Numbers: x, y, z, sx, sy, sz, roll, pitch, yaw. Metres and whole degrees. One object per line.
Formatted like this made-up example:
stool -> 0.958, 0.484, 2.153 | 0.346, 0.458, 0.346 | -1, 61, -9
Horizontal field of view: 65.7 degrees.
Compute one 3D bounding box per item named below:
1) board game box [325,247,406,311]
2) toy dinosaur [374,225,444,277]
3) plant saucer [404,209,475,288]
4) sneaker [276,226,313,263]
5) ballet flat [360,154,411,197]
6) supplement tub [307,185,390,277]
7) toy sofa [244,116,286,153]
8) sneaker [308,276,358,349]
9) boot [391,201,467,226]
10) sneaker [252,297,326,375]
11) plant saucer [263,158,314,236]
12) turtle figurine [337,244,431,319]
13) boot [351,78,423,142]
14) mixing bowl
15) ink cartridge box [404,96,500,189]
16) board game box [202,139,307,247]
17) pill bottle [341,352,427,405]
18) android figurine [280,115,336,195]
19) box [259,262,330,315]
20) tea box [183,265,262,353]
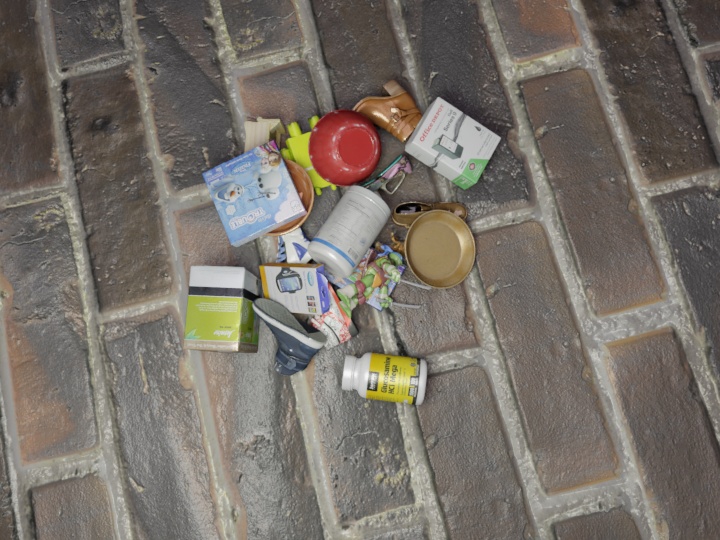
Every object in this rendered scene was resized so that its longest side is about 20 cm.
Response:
board game box -> 0.000, 0.000, 1.452 | 0.200, 0.034, 0.136 | 30, 82, 7
toy dinosaur -> 0.133, -0.057, 1.457 | 0.199, 0.060, 0.107 | 14, 91, -9
plant saucer -> 0.198, -0.053, 1.424 | 0.199, 0.035, 0.201 | 1, 86, -20
sneaker -> -0.158, -0.074, 1.456 | 0.115, 0.081, 0.200 | 1, 87, -1
ballet flat -> 0.054, -0.226, 1.480 | 0.200, 0.069, 0.071 | -36, 100, -4
supplement tub -> -0.029, -0.095, 1.385 | 0.132, 0.132, 0.200 | 31, 73, 7
toy sofa -> -0.259, -0.300, 1.491 | 0.097, 0.083, 0.201 | 1, 80, 7
sneaker -> -0.098, 0.101, 1.406 | 0.108, 0.067, 0.202 | -30, 98, -2
boot -> 0.182, -0.148, 1.452 | 0.199, 0.075, 0.074 | -3, 78, 0
sneaker -> -0.203, 0.171, 1.375 | 0.202, 0.077, 0.146 | 35, 117, -1
plant saucer -> -0.212, -0.183, 1.407 | 0.199, 0.037, 0.201 | -1, 83, 6
turtle figurine -> 0.053, 0.052, 1.341 | 0.194, 0.144, 0.200 | -32, 98, -15
boot -> 0.066, -0.403, 1.504 | 0.200, 0.074, 0.155 | -37, 87, 1
mixing bowl -> -0.026, -0.313, 1.421 | 0.199, 0.108, 0.201 | -3, 100, -16
ink cartridge box -> 0.238, -0.330, 1.455 | 0.200, 0.084, 0.146 | 30, 83, -7
board game box -> -0.260, -0.190, 1.372 | 0.199, 0.043, 0.200 | -25, 82, 3
pill bottle -> 0.058, 0.262, 1.365 | 0.199, 0.112, 0.113 | 6, 80, 3
android figurine -> -0.120, -0.303, 1.480 | 0.182, 0.041, 0.201 | -24, 100, -19
box -> -0.154, 0.043, 1.370 | 0.199, 0.041, 0.119 | 2, 107, 30
tea box -> -0.330, 0.101, 1.364 | 0.133, 0.200, 0.198 | 3, 82, 3
